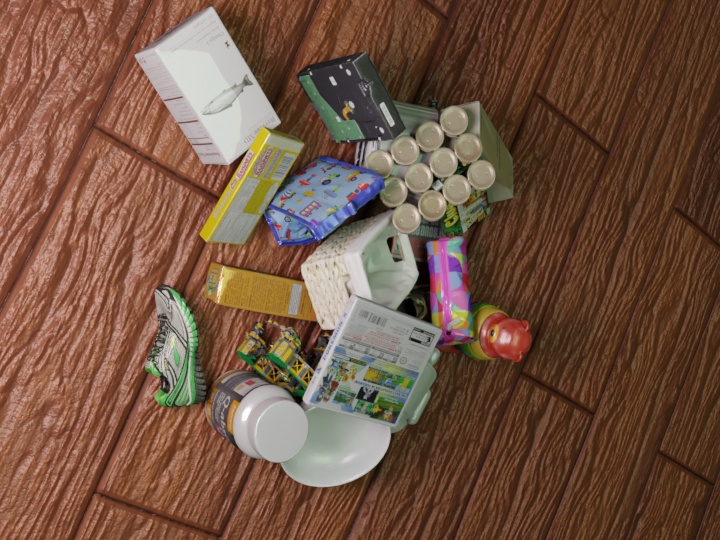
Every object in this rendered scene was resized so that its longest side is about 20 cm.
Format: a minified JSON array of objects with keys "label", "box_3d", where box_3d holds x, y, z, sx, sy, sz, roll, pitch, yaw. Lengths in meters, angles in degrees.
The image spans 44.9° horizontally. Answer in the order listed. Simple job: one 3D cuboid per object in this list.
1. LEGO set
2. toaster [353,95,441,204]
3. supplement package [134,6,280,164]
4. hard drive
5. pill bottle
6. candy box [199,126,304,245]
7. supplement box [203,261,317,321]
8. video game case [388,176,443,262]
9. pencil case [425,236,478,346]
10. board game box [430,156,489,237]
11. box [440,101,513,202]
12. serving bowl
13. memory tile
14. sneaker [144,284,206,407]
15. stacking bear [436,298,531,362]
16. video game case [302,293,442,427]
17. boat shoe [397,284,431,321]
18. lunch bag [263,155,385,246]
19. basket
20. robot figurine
[{"label":"LEGO set","box_3d":[-0.103,0.129,1.438,0.154,0.199,0.117,43,67,-13]},{"label":"toaster","box_3d":[0.066,-0.218,1.527,0.126,0.113,0.205,10,92,-17]},{"label":"supplement package","box_3d":[-0.235,-0.280,1.346,0.117,0.117,0.202,-41,115,-20]},{"label":"hard drive","box_3d":[-0.018,-0.279,1.428,0.038,0.199,0.141,-40,112,-22]},{"label":"pill bottle","box_3d":[-0.167,0.233,1.400,0.114,0.199,0.120,-3,97,-29]},{"label":"candy box","box_3d":[-0.172,-0.130,1.383,0.202,0.026,0.102,-56,154,15]},{"label":"supplement box","box_3d":[-0.158,0.037,1.460,0.196,0.066,0.071,10,91,-32]},{"label":"video game case","box_3d":[0.125,-0.118,1.638,0.140,0.017,0.206,7,92,-31]},{"label":"pencil case","box_3d":[0.163,0.040,1.588,0.087,0.088,0.205,5,72,-30]},{"label":"board game box","box_3d":[0.181,-0.126,1.563,0.104,0.024,0.201,-35,153,-3]},{"label":"box","box_3d":[0.213,-0.209,1.586,0.200,0.076,0.097,39,47,-55]},{"label":"serving bowl","box_3d":[-0.049,0.276,1.494,0.195,0.066,0.204,-8,127,-11]},{"label":"memory tile","box_3d":[0.118,-0.167,1.461,0.197,0.017,0.156,-29,88,-4]},{"label":"sneaker","box_3d":[-0.300,0.123,1.379,0.084,0.078,0.205,-12,103,-28]},{"label":"stacking bear","box_3d":[0.238,0.116,1.627,0.112,0.199,0.124,24,84,-30]},{"label":"video game case","box_3d":[0.023,0.149,1.391,0.197,0.022,0.185,21,98,-39]},{"label":"boat shoe","box_3d":[0.087,0.075,1.613,0.196,0.059,0.074,-14,102,-29]},{"label":"lunch bag","box_3d":[-0.058,-0.112,1.423,0.150,0.199,0.095,-37,112,-21]},{"label":"basket","box_3d":[0.000,0.000,1.471,0.200,0.121,0.138,-47,123,-57]},{"label":"robot figurine","box_3d":[0.063,0.209,1.583,0.169,0.112,0.202,42,76,-25]}]
